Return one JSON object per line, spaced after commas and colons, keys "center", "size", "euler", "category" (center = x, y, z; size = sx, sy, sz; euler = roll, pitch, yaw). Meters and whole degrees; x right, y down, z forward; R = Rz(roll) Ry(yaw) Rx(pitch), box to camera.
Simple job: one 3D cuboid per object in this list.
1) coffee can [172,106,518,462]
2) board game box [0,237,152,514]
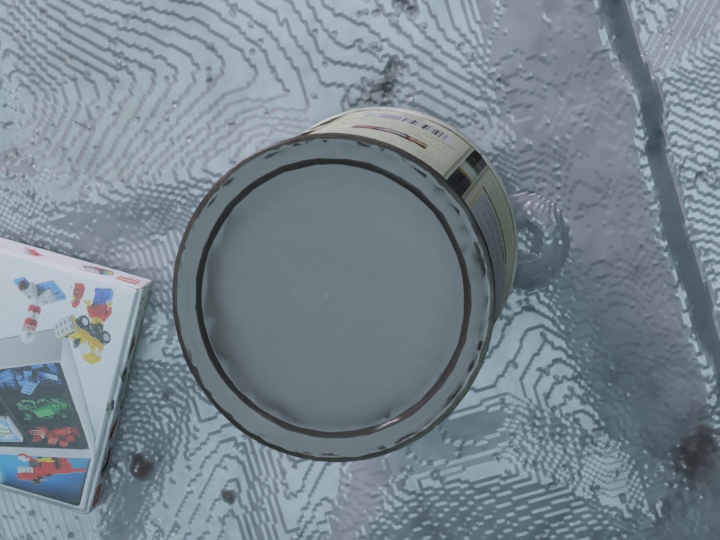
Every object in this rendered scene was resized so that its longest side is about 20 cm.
{"center": [0.000, 0.000, 1.124], "size": [0.145, 0.200, 0.148], "euler": [1, 98, 7], "category": "coffee can"}
{"center": [-0.221, 0.041, 1.242], "size": [0.198, 0.035, 0.127], "euler": [16, 99, 5], "category": "board game box"}
